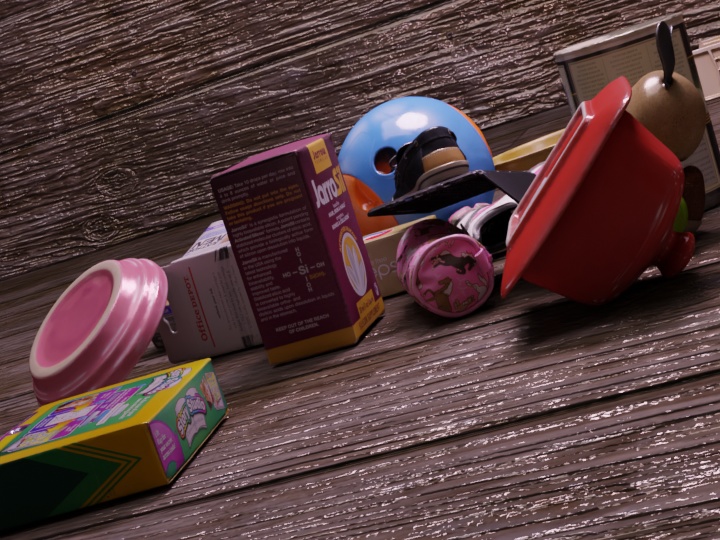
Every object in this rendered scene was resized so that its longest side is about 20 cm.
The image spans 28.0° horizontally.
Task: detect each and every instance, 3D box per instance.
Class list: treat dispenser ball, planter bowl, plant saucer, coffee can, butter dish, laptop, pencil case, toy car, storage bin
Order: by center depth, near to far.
[{"bbox_3d":[0.219,-0.046,1.240,0.201,0.147,0.200,-58,0,14],"label":"butter dish"},{"bbox_3d":[0.270,-0.140,1.398,0.156,0.203,0.164,13,11,13],"label":"toy car"},{"bbox_3d":[0.084,-0.005,1.459,0.082,0.087,0.200,25,6,-5],"label":"pencil case"},{"bbox_3d":[0.138,-0.047,1.476,0.198,0.105,0.177,-19,-5,23],"label":"laptop"},{"bbox_3d":[0.304,-0.159,1.558,0.144,0.203,0.146,-17,8,3],"label":"coffee can"},{"bbox_3d":[-0.293,0.065,1.568,0.200,0.051,0.202,-35,33,26],"label":"plant saucer"},{"bbox_3d":[0.068,-0.112,1.778,0.198,0.204,0.201,-18,8,2],"label":"treat dispenser ball"},{"bbox_3d":[0.261,-0.133,1.898,0.198,0.085,0.200,-20,6,2],"label":"planter bowl"},{"bbox_3d":[0.694,-0.386,2.617,0.196,0.095,0.200,-15,9,24],"label":"storage bin"}]

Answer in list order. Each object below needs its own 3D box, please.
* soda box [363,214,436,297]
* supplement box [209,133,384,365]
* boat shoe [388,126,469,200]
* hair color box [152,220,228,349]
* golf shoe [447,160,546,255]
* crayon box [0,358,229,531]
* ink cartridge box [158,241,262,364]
[{"bbox_3d":[0.000,0.000,1.658,0.197,0.069,0.064,-16,7,17],"label":"soda box"},{"bbox_3d":[-0.061,-0.024,1.476,0.102,0.203,0.131,-15,9,18],"label":"supplement box"},{"bbox_3d":[0.071,-0.108,1.537,0.074,0.063,0.200,-18,-5,-9],"label":"boat shoe"},{"bbox_3d":[-0.187,0.009,1.837,0.108,0.065,0.201,-13,30,39],"label":"hair color box"},{"bbox_3d":[0.197,-0.067,1.678,0.198,0.073,0.092,-31,17,-13],"label":"golf shoe"},{"bbox_3d":[-0.217,0.144,1.207,0.170,0.059,0.200,-16,9,11],"label":"crayon box"},{"bbox_3d":[-0.135,0.025,1.620,0.197,0.118,0.068,-14,7,23],"label":"ink cartridge box"}]
